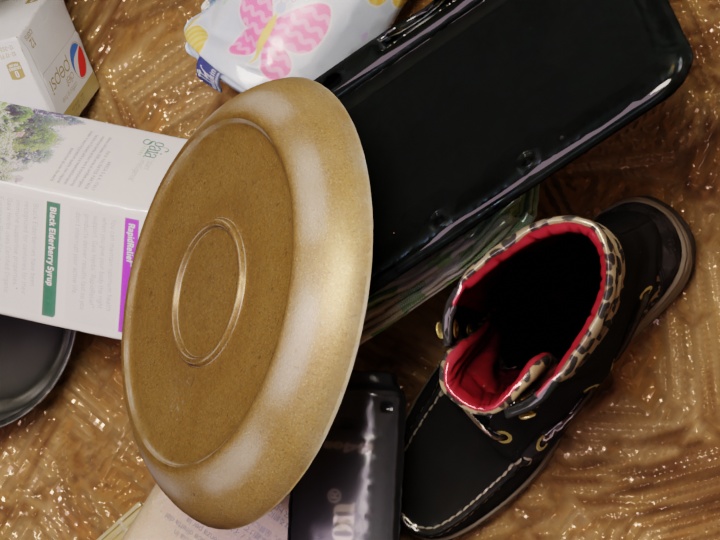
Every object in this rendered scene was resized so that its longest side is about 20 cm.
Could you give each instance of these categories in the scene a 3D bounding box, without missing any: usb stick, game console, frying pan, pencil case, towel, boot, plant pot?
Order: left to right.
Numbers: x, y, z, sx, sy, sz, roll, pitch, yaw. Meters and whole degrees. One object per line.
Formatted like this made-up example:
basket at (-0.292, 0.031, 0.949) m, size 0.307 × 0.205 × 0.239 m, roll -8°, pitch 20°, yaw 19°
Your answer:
frying pan at (-0.226, 0.022, 1.384) m, size 0.189 × 0.031 × 0.116 m, roll 9°, pitch 83°, yaw 26°
plant pot at (-0.058, 0.011, 1.148) m, size 0.200 × 0.027 × 0.201 m, roll -27°, pitch 57°, yaw 54°
usb stick at (-0.009, 0.146, 1.199) m, size 0.055 × 0.033 × 0.201 m, roll 1°, pitch 83°, yaw 20°
pencil case at (-0.005, -0.168, 1.290) m, size 0.091 × 0.083 × 0.200 m, roll 39°, pitch 100°, yaw 38°
towel at (0.000, 0.000, 1.241) m, size 0.200 × 0.153 × 0.023 m, roll -35°, pitch 104°, yaw 16°
game console at (0.063, -0.067, 1.193) m, size 0.200 × 0.176 × 0.117 m, roll -33°, pitch 74°, yaw 15°
boot at (0.066, 0.047, 1.198) m, size 0.073 × 0.151 × 0.200 m, roll 46°, pitch 102°, yaw 11°

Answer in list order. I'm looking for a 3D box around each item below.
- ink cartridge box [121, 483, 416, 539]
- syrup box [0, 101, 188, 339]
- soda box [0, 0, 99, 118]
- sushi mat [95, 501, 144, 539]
ink cartridge box at (-0.031, 0.191, 1.257) m, size 0.200 × 0.075 × 0.165 m, roll 34°, pitch 95°, yaw 17°
syrup box at (-0.186, -0.033, 1.302) m, size 0.199 × 0.079 × 0.082 m, roll 12°, pitch 122°, yaw 7°
soda box at (-0.242, -0.087, 1.372) m, size 0.199 × 0.068 × 0.064 m, roll -12°, pitch 116°, yaw 21°
sushi mat at (-0.154, 0.215, 1.346) m, size 0.200 × 0.012 × 0.096 m, roll -41°, pitch 70°, yaw 13°
